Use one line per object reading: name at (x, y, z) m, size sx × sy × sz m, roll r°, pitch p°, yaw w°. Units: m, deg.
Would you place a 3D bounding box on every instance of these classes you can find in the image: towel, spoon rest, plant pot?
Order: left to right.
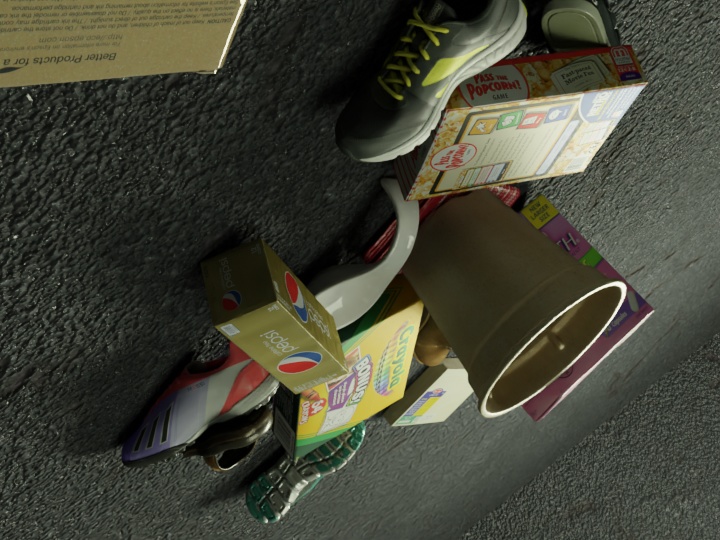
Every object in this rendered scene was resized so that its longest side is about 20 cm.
spoon rest at (0.000, 0.000, 1.041) m, size 0.099 × 0.061 × 0.201 m, roll -1°, pitch 135°, yaw -42°
towel at (0.094, -0.052, 1.145) m, size 0.145 × 0.023 × 0.199 m, roll -49°, pitch 156°, yaw 20°
plant pot at (0.148, 0.020, 1.090) m, size 0.199 × 0.184 × 0.201 m, roll -32°, pitch 154°, yaw -18°

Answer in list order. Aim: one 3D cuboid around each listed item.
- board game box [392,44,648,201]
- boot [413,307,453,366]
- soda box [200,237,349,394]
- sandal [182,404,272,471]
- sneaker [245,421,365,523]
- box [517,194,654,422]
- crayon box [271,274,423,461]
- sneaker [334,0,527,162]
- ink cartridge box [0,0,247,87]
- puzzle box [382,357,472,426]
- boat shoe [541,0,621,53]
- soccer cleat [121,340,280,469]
board game box at (0.142, -0.134, 0.942) m, size 0.197 × 0.047 × 0.152 m, roll -10°, pitch 156°, yaw -18°
boot at (0.116, 0.089, 1.364) m, size 0.073 × 0.076 × 0.201 m, roll -31°, pitch 157°, yaw -22°
soda box at (-0.076, 0.048, 0.963) m, size 0.063 × 0.068 × 0.200 m, roll -21°, pitch 151°, yaw 8°
sandal at (-0.136, 0.182, 1.090) m, size 0.082 × 0.055 × 0.199 m, roll -38°, pitch -173°, yaw -30°
sneaker at (-0.074, 0.265, 1.422) m, size 0.199 × 0.078 × 0.091 m, roll -39°, pitch 173°, yaw 7°
box at (0.217, 0.043, 1.239) m, size 0.175 × 0.200 × 0.097 m, roll -36°, pitch 164°, yaw -25°
crayon box at (-0.017, 0.114, 1.204) m, size 0.171 × 0.058 × 0.201 m, roll -26°, pitch 147°, yaw -27°
sneaker at (0.048, -0.174, 0.812) m, size 0.200 × 0.074 × 0.085 m, roll -46°, pitch 152°, yaw -9°
ink cartridge box at (-0.137, -0.178, 0.504) m, size 0.199 × 0.075 × 0.165 m, roll -16°, pitch 149°, yaw -44°
puzzle box at (0.129, 0.192, 1.630) m, size 0.133 × 0.025 × 0.199 m, roll -47°, pitch 156°, yaw 17°
boat shoe at (0.212, -0.221, 0.969) m, size 0.199 × 0.074 × 0.067 m, roll 39°, pitch 58°, yaw -59°
soccer cleat at (-0.175, 0.135, 1.040) m, size 0.199 × 0.074 × 0.068 m, roll -31°, pitch -169°, yaw 20°
